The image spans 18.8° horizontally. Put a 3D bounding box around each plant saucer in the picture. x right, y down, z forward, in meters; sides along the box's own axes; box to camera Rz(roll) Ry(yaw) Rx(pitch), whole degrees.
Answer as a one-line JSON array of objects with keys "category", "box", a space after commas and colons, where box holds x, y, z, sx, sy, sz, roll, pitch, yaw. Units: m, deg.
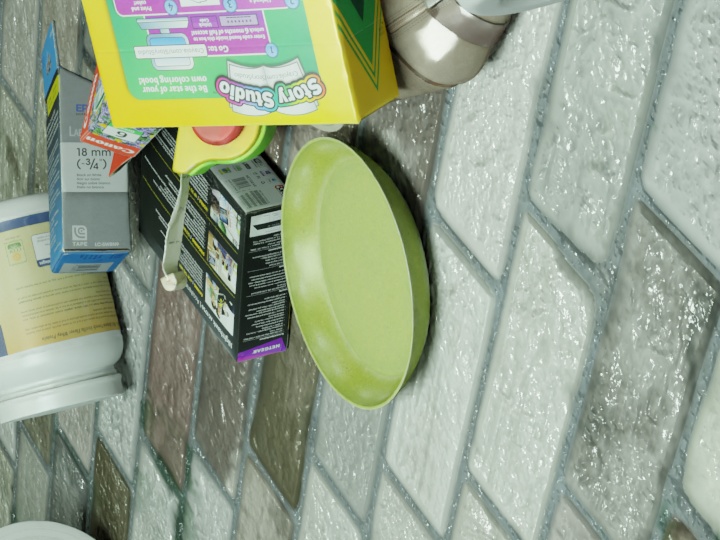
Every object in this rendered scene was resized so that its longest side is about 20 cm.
[{"category": "plant saucer", "box": [0.000, 0.000, 1.585, 0.200, 0.031, 0.202, 36, 131, 54]}]

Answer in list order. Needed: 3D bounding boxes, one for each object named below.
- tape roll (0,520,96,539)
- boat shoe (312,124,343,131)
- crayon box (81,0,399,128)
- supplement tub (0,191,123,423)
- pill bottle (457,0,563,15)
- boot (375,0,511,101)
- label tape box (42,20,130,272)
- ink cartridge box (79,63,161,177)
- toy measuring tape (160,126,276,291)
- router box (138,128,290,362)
[{"category": "tape roll", "box": [-0.339, 0.370, 2.218, 0.139, 0.201, 0.204, -45, 61, 58]}, {"category": "boat shoe", "box": [-0.066, -0.186, 1.474, 0.200, 0.063, 0.073, 47, 151, -6]}, {"category": "crayon box", "box": [-0.087, -0.181, 1.394, 0.199, 0.058, 0.174, 2, 116, 33]}, {"category": "supplement tub", "box": [-0.307, 0.035, 2.075, 0.144, 0.143, 0.202, -21, 82, 63]}, {"category": "pill bottle", "box": [0.084, -0.254, 1.222, 0.112, 0.112, 0.202, -23, 80, 63]}, {"category": "boot", "box": [0.015, -0.204, 1.398, 0.146, 0.070, 0.201, -36, 86, 46]}, {"category": "label tape box", "box": [-0.242, -0.107, 1.920, 0.144, 0.063, 0.202, 153, 115, -76]}, {"category": "ink cartridge box", "box": [-0.181, -0.154, 1.715, 0.200, 0.050, 0.110, 148, 135, -64]}, {"category": "toy measuring tape", "box": [-0.104, -0.078, 1.647, 0.073, 0.073, 0.202, 23, 106, 58]}, {"category": "router box", "box": [-0.120, -0.045, 1.775, 0.200, 0.051, 0.150, 50, 144, 43]}]
